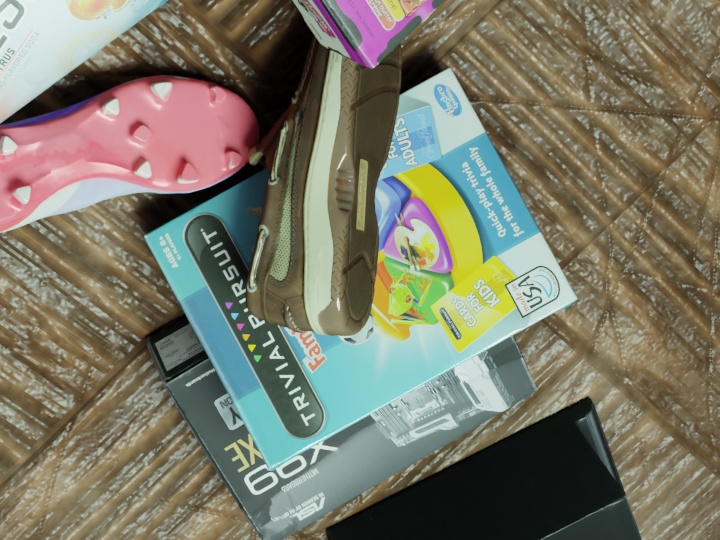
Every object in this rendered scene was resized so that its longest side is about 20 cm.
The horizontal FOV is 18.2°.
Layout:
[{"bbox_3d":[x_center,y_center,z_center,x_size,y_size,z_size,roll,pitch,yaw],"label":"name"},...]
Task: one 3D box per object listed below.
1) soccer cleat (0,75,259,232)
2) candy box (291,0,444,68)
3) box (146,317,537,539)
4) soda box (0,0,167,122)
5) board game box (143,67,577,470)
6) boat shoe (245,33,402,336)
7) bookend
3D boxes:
[{"bbox_3d":[-0.152,-0.061,1.226,0.199,0.076,0.067,-17,93,-29],"label":"soccer cleat"},{"bbox_3d":[0.029,-0.223,1.153,0.200,0.061,0.137,-43,126,-10],"label":"candy box"},{"bbox_3d":[-0.009,0.059,1.366,0.199,0.050,0.158,-29,128,-3],"label":"box"},{"bbox_3d":[-0.175,-0.135,1.152,0.200,0.068,0.064,-36,125,4],"label":"soda box"},{"bbox_3d":[0.000,0.000,1.277,0.199,0.047,0.151,-29,86,-3],"label":"board game box"},{"bbox_3d":[-0.028,-0.067,1.226,0.074,0.203,0.075,2,166,23],"label":"boat shoe"},{"bbox_3d":[0.108,0.209,1.423,0.199,0.199,0.092,-27,126,-5],"label":"bookend"}]
